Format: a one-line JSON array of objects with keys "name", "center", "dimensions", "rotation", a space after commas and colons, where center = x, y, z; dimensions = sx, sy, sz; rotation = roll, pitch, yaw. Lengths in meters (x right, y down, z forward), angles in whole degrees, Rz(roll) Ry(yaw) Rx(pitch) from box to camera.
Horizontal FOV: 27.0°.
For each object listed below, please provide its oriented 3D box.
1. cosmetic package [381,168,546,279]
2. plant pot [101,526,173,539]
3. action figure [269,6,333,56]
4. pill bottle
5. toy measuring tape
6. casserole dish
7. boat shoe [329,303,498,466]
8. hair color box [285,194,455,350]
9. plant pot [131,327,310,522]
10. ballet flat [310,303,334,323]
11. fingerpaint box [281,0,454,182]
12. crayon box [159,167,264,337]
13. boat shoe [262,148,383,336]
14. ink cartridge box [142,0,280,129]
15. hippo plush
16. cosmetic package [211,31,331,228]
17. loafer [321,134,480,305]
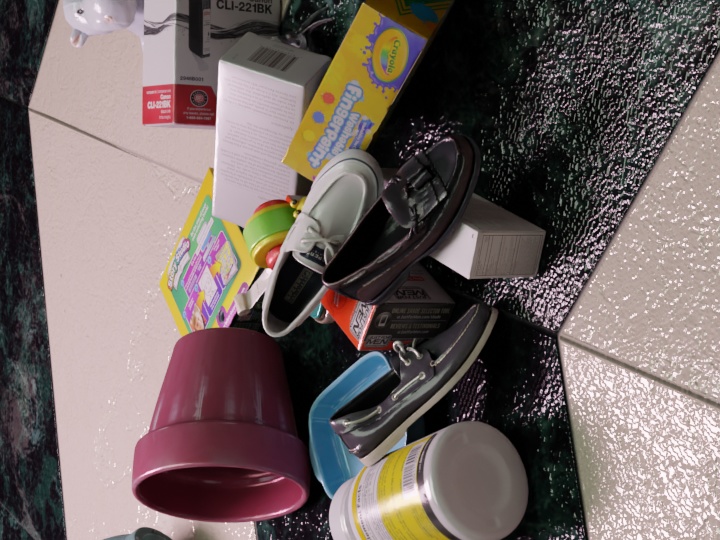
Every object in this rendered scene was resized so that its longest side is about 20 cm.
[{"name": "cosmetic package", "center": [0.081, -0.047, 1.431], "dimensions": [0.200, 0.082, 0.051], "rotation": [34, 117, 52]}, {"name": "plant pot", "center": [-0.284, 0.414, 1.911], "dimensions": [0.134, 0.200, 0.201], "rotation": [-46, 49, 12]}, {"name": "action figure", "center": [-0.091, -0.199, 1.672], "dimensions": [0.119, 0.101, 0.201], "rotation": [-122, 42, -54]}, {"name": "pill bottle", "center": [0.059, 0.222, 1.437], "dimensions": [0.200, 0.114, 0.115], "rotation": [-32, 64, 53]}, {"name": "toy measuring tape", "center": [-0.101, -0.015, 1.533], "dimensions": [0.200, 0.073, 0.074], "rotation": [-46, 53, 43]}, {"name": "casserole dish", "center": [0.009, 0.165, 1.581], "dimensions": [0.200, 0.039, 0.122], "rotation": [-45, 55, 48]}, {"name": "boat shoe", "center": [0.049, 0.099, 1.432], "dimensions": [0.200, 0.063, 0.073], "rotation": [-48, 6, 14]}, {"name": "hair color box", "center": [0.000, 0.000, 1.535], "dimensions": [0.200, 0.101, 0.062], "rotation": [50, 128, 45]}, {"name": "plant pot", "center": [-0.154, 0.171, 1.707], "dimensions": [0.200, 0.199, 0.180], "rotation": [-37, 45, 50]}, {"name": "ballet flat", "center": [-0.057, -0.008, 1.652], "dimensions": [0.200, 0.067, 0.068], "rotation": [54, 137, 42]}, {"name": "fingerpaint box", "center": [0.015, -0.199, 1.454], "dimensions": [0.200, 0.073, 0.167], "rotation": [-59, 1, 39]}, {"name": "crayon box", "center": [-0.165, 0.007, 1.823], "dimensions": [0.201, 0.058, 0.173], "rotation": [-61, 42, 36]}, {"name": "boat shoe", "center": [-0.037, -0.020, 1.434], "dimensions": [0.065, 0.073, 0.201], "rotation": [-70, 4, -65]}, {"name": "ink cartridge box", "center": [-0.173, -0.267, 1.754], "dimensions": [0.084, 0.144, 0.202], "rotation": [4, 94, 54]}, {"name": "hippo plush", "center": [-0.300, -0.364, 1.927], "dimensions": [0.200, 0.160, 0.161], "rotation": [3, 93, 56]}, {"name": "cosmetic package", "center": [-0.095, -0.139, 1.588], "dimensions": [0.101, 0.071, 0.201], "rotation": [20, 130, 15]}, {"name": "loafer", "center": [0.035, -0.044, 1.365], "dimensions": [0.200, 0.063, 0.072], "rotation": [-54, 44, 32]}]
